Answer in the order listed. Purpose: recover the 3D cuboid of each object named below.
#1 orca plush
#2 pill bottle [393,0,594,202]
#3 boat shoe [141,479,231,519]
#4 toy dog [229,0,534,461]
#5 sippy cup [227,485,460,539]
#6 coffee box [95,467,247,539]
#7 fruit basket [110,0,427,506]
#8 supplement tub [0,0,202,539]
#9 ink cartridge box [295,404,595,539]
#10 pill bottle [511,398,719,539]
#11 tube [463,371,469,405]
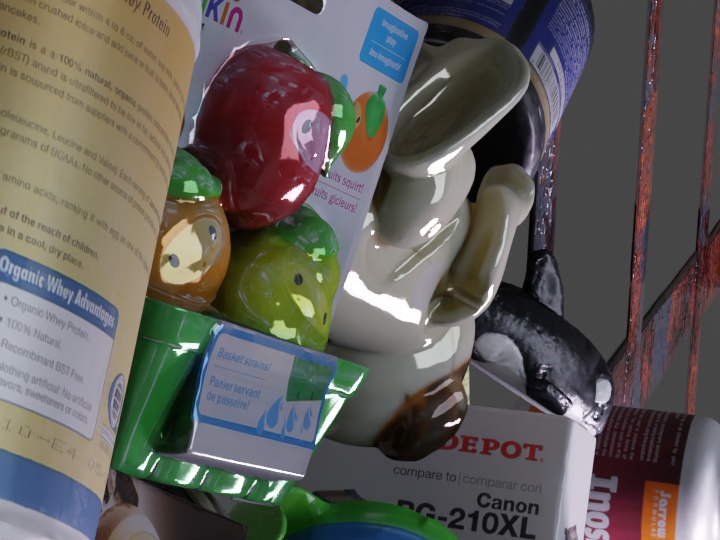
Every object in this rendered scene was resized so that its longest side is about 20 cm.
[{"bbox_3d":[0.070,0.013,1.107,0.071,0.200,0.105,-57,-166,-3],"label":"orca plush"},{"bbox_3d":[0.066,-0.120,1.143,0.200,0.112,0.112,-60,151,-54],"label":"pill bottle"},{"bbox_3d":[-0.065,0.166,0.787,0.200,0.073,0.075,66,-30,16],"label":"boat shoe"},{"bbox_3d":[0.000,0.000,0.923,0.194,0.139,0.200,-59,153,-29],"label":"toy dog"},{"bbox_3d":[-0.003,0.189,0.915,0.140,0.178,0.130,-61,-171,19],"label":"sippy cup"},{"bbox_3d":[-0.111,0.118,0.673,0.200,0.080,0.113,43,54,-70],"label":"coffee box"},{"bbox_3d":[-0.046,-0.019,0.739,0.185,0.094,0.200,23,90,-56],"label":"fruit basket"},{"bbox_3d":[-0.117,-0.024,0.490,0.145,0.144,0.200,51,47,-67],"label":"supplement tub"},{"bbox_3d":[0.034,0.167,1.068,0.084,0.145,0.200,41,57,-72],"label":"ink cartridge box"},{"bbox_3d":[0.210,0.160,1.572,0.113,0.200,0.113,5,90,-74],"label":"pill bottle"},{"bbox_3d":[0.041,0.017,1.222,0.058,0.052,0.200,-171,-99,-68],"label":"tube"}]
